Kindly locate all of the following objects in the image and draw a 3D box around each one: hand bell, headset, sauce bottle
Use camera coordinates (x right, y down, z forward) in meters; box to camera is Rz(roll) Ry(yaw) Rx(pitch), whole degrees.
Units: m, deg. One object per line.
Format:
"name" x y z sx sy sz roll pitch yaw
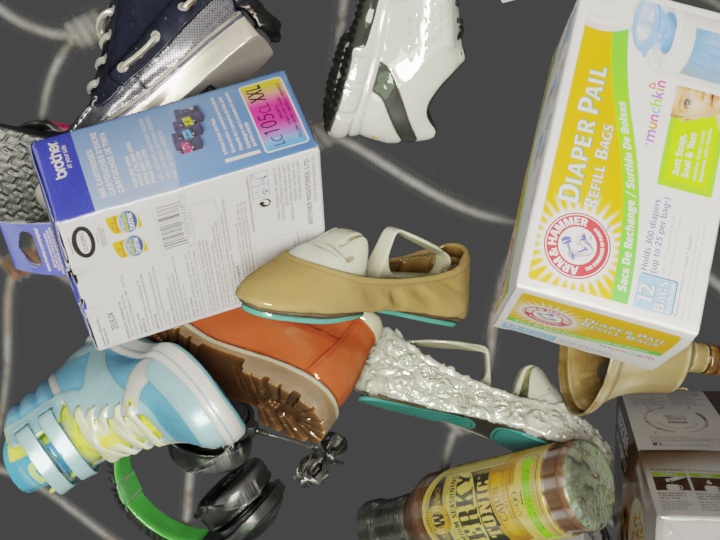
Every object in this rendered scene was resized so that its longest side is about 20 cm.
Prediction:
"hand bell" 0.247 0.061 0.861 0.198 0.104 0.105 9 108 -10
"headset" -0.102 0.149 0.908 0.198 0.094 0.125 -16 105 22
"sauce bottle" 0.081 0.167 0.877 0.199 0.065 0.065 -23 105 39

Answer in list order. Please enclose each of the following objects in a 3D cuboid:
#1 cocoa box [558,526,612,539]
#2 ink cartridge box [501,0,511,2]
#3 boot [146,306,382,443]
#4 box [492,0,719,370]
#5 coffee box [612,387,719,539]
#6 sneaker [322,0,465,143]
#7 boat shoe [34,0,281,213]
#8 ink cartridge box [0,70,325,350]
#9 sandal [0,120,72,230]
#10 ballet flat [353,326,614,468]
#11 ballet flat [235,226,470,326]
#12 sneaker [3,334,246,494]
"cocoa box" 0.126 0.262 0.860 0.132 0.200 0.132 -28 104 14
"ink cartridge box" 0.166 -0.245 0.743 0.198 0.069 0.115 -14 149 10
"boot" -0.081 0.037 0.888 0.198 0.108 0.075 23 147 22
"box" 0.159 -0.055 0.765 0.111 0.101 0.202 14 75 2
"coffee box" 0.216 0.166 0.821 0.079 0.200 0.116 1 108 5
"sneaker" 0.036 -0.177 0.815 0.079 0.074 0.202 12 113 -13
"boat shoe" -0.153 -0.131 0.833 0.199 0.075 0.093 -38 80 2
"ink cartridge box" -0.126 -0.032 0.802 0.198 0.077 0.137 -19 144 -13
"sandal" -0.215 -0.073 0.885 0.197 0.045 0.076 -4 111 -8
"ballet flat" 0.093 0.089 0.886 0.198 0.072 0.072 19 108 -2
"ballet flat" 0.000 0.000 0.823 0.068 0.199 0.064 21 102 41
"sneaker" -0.166 0.110 0.835 0.130 0.199 0.080 -42 116 -22
